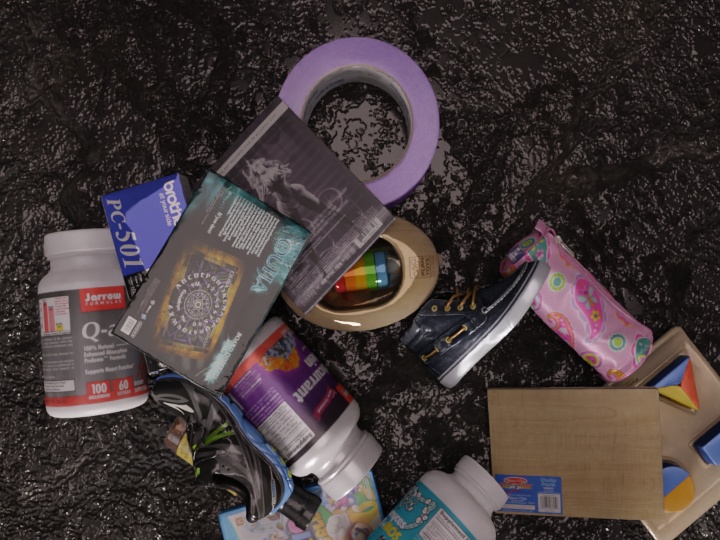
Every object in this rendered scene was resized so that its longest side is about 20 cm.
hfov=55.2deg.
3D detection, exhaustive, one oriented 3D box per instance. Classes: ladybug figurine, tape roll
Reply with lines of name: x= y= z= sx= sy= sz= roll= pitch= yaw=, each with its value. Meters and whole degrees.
ladybug figurine: x=0.000 y=0.000 z=0.823 sx=0.194 sy=0.072 sz=0.140 roll=-4 pitch=94 yaw=0
tape roll: x=-0.004 y=-0.171 z=0.835 sx=0.194 sy=0.066 sz=0.206 roll=0 pitch=89 yaw=0

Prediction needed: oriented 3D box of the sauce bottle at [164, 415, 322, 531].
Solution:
sauce bottle: x=-0.136 y=0.234 z=0.817 sx=0.198 sy=0.065 sz=0.066 roll=33 pitch=88 yaw=4

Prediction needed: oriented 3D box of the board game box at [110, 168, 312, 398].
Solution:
board game box: x=-0.155 y=0.013 z=0.738 sx=0.133 sy=0.028 sz=0.203 roll=30 pitch=81 yaw=-5

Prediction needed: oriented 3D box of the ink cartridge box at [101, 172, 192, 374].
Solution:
ink cartridge box: x=-0.216 y=0.003 z=0.777 sx=0.092 sy=0.044 sz=0.205 roll=-16 pitch=91 yaw=0

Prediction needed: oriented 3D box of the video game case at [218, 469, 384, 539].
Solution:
video game case: x=-0.062 y=0.339 z=0.841 sx=0.195 sy=0.018 sz=0.147 roll=-16 pitch=89 yaw=0

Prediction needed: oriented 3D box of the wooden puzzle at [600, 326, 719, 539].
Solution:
wooden puzzle: x=0.379 y=0.201 z=0.831 sx=0.184 sy=0.046 sz=0.201 roll=-38 pitch=89 yaw=-1

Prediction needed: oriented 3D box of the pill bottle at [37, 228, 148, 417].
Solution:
pill bottle: x=-0.312 y=0.059 z=0.802 sx=0.113 sy=0.116 sz=0.206 roll=-5 pitch=88 yaw=0

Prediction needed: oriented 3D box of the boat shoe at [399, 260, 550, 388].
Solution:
boat shoe: x=0.125 y=0.045 z=0.790 sx=0.090 sy=0.071 sz=0.201 roll=39 pitch=121 yaw=4

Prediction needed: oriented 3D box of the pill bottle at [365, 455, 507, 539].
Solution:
pill bottle: x=0.079 y=0.311 z=0.788 sx=0.200 sy=0.111 sz=0.111 roll=-44 pitch=89 yaw=-13

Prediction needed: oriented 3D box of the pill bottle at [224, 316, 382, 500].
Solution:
pill bottle: x=-0.070 y=0.163 z=0.800 sx=0.111 sy=0.111 sz=0.200 roll=-43 pitch=89 yaw=-1

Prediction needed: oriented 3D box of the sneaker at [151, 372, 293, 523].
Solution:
sneaker: x=-0.161 y=0.191 z=0.756 sx=0.199 sy=0.071 sz=0.083 roll=44 pitch=60 yaw=8

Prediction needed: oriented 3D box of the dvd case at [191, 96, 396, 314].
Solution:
dvd case: x=-0.078 y=-0.076 z=0.785 sx=0.149 sy=0.016 sz=0.200 roll=-45 pitch=82 yaw=2

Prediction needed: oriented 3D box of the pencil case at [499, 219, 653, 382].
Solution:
pencil case: x=0.254 y=0.036 z=0.817 sx=0.087 sy=0.087 sz=0.200 roll=-44 pitch=89 yaw=-1

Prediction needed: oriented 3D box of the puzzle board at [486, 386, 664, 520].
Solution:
puzzle board: x=0.253 y=0.215 z=0.821 sx=0.195 sy=0.017 sz=0.155 roll=-3 pitch=93 yaw=17
